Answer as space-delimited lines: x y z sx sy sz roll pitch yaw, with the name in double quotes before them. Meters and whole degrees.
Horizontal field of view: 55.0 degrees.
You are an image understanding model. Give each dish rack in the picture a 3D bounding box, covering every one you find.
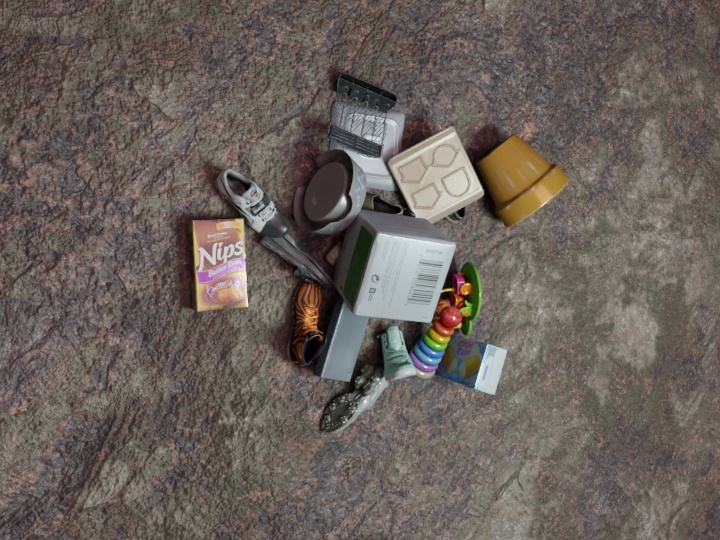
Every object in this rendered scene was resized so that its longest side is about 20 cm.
"dish rack" 0.001 -0.355 1.611 0.153 0.055 0.200 19 53 -14

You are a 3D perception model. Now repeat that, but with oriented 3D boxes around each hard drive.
"hard drive" -0.040 0.160 1.648 0.139 0.033 0.201 25 80 -60

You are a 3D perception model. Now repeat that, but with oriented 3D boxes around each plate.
"plate" 0.020 -0.302 1.688 0.199 0.032 0.201 3 91 -25

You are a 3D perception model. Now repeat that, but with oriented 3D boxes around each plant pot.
"plant pot" 0.405 -0.245 1.798 0.200 0.200 0.183 -40 93 -18

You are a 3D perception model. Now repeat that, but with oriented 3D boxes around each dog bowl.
"dog bowl" -0.066 -0.172 1.570 0.059 0.200 0.201 24 83 -39

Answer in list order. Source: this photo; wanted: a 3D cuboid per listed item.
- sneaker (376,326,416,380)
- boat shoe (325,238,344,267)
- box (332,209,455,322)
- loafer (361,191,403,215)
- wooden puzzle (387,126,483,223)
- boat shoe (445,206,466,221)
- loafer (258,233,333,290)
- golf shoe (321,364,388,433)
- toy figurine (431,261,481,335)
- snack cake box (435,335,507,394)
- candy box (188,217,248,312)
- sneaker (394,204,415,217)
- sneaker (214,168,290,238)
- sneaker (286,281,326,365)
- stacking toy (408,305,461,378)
"sneaker" 0.081 0.197 1.663 0.074 0.200 0.119 -10 90 -6
"boat shoe" 0.000 0.000 1.682 0.065 0.072 0.200 -41 127 20
"box" 0.071 -0.013 1.558 0.199 0.171 0.200 8 111 -22
"loafer" 0.017 -0.162 1.641 0.200 0.070 0.075 23 50 -2
"wooden puzzle" 0.185 -0.230 1.714 0.185 0.046 0.200 -28 108 1
"boat shoe" 0.235 -0.224 1.775 0.072 0.066 0.201 -17 100 -24
"loafer" -0.150 -0.019 1.597 0.200 0.072 0.063 46 75 -6
"golf shoe" -0.005 0.329 1.691 0.200 0.078 0.097 -46 139 -1
"toy figurine" 0.192 0.079 1.761 0.183 0.150 0.201 -3 119 -12
"snack cake box" 0.271 0.231 1.744 0.067 0.200 0.115 19 85 -25
"candy box" -0.315 -0.014 1.531 0.116 0.056 0.201 -5 94 -24
"sneaker" 0.106 -0.063 1.710 0.074 0.087 0.201 -4 94 -29
"sneaker" -0.235 -0.147 1.520 0.200 0.088 0.074 39 73 -9
"sneaker" -0.112 0.124 1.604 0.077 0.112 0.201 7 89 -26
"stacking toy" 0.189 0.172 1.714 0.085 0.085 0.200 14 122 -25
